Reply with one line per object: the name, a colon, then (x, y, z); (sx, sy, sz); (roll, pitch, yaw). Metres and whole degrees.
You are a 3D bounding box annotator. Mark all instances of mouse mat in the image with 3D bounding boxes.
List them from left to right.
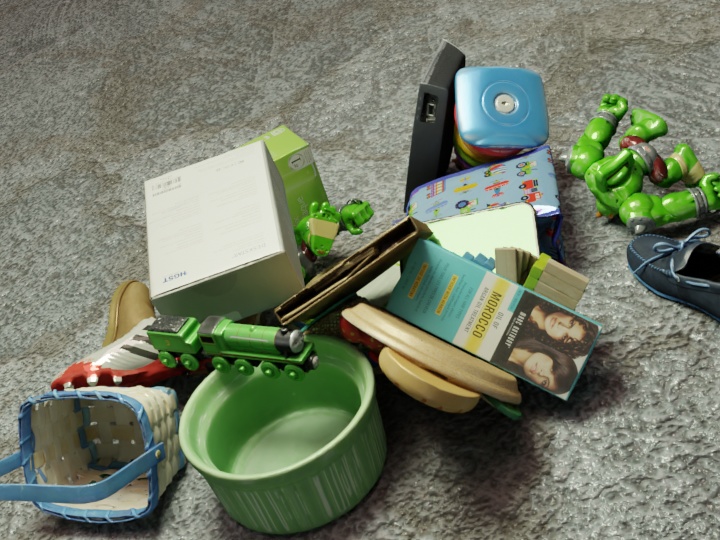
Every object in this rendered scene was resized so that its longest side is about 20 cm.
mouse mat: (0.122, 0.025, 1.164); (0.161, 0.008, 0.200); (-11, 64, 16)

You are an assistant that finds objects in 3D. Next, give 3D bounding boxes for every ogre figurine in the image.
ogre figurine: (-0.087, -0.021, 1.310); (0.200, 0.098, 0.120); (-55, 16, -11)
ogre figurine: (0.321, -0.120, 1.252); (0.120, 0.098, 0.200); (-32, 78, -12)

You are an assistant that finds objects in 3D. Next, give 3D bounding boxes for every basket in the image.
basket: (-0.275, 0.189, 1.074); (0.176, 0.139, 0.200); (-2, 6, 25)

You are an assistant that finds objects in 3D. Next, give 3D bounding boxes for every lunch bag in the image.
lunch bag: (0.136, -0.063, 1.271); (0.200, 0.094, 0.151); (-6, 35, 9)

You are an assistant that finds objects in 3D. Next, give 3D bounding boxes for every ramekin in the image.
ramekin: (-0.070, 0.164, 1.063); (0.200, 0.098, 0.200); (-13, 34, 9)

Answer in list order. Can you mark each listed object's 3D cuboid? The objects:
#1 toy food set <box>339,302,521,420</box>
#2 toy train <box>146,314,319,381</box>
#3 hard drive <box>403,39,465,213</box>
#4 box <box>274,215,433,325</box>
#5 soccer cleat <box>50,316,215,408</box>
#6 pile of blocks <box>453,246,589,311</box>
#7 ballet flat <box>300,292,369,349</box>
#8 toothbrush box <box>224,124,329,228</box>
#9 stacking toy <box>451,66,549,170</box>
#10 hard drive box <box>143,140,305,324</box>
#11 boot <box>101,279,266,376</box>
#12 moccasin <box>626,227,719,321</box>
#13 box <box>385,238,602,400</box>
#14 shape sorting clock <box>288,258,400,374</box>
toy food set: (0.069, 0.090, 1.035); (0.200, 0.198, 0.049); (29, 94, 47)
toy train: (-0.131, 0.075, 1.081); (0.200, 0.056, 0.042); (2, 38, 30)
hard drive: (0.097, -0.184, 1.397); (0.042, 0.200, 0.135); (14, 41, 10)
box: (0.000, 0.000, 1.114); (0.163, 0.021, 0.200); (-35, -5, 7)
soccer cleat: (-0.254, 0.097, 1.217); (0.200, 0.069, 0.085); (-19, 46, 2)
pile of blocks: (0.142, 0.007, 1.120); (0.200, 0.082, 0.062); (4, 19, 19)
ballet flat: (-0.063, 0.100, 1.161); (0.200, 0.065, 0.070); (-35, -8, 25)
toothbrush box: (-0.147, -0.076, 1.403); (0.200, 0.146, 0.086); (-28, 35, -14)
stacking toy: (0.158, -0.171, 1.384); (0.116, 0.200, 0.110); (0, 72, -11)
hard drive box: (-0.158, -0.038, 1.213); (0.156, 0.077, 0.200); (-19, 44, 5)
boot: (-0.209, 0.069, 1.305); (0.200, 0.066, 0.175); (-11, 47, 14)
moccasin: (0.359, -0.005, 1.115); (0.080, 0.068, 0.200); (-33, 36, -20)
box: (0.132, 0.047, 1.061); (0.200, 0.082, 0.049); (26, 5, 11)
shape sorting clock: (0.014, 0.048, 1.239); (0.200, 0.039, 0.200); (-12, 38, 10)
